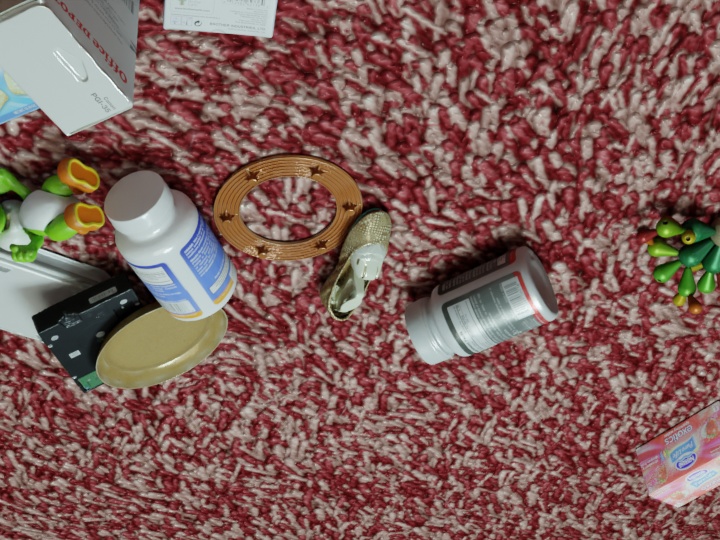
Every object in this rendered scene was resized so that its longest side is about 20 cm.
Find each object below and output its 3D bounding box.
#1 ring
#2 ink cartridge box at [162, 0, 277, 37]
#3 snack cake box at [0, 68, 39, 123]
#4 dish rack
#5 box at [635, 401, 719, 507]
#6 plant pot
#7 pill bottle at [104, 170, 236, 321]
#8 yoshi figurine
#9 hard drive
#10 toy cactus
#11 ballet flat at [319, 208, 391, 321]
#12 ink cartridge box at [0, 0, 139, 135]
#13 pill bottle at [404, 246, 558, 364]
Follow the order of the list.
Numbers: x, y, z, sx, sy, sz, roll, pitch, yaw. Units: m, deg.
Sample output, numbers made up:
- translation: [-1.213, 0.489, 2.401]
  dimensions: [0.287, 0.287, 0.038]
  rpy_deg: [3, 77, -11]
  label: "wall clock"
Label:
- translation: [-0.095, -0.076, 1.411]
  dimensions: [0.199, 0.019, 0.201]
  rpy_deg: [-4, 141, -3]
  label: "ring"
- translation: [-0.137, -0.331, 1.083]
  dimensions: [0.118, 0.042, 0.201]
  rpy_deg: [3, 142, -11]
  label: "ink cartridge box"
- translation: [-0.400, -0.226, 1.148]
  dimensions: [0.199, 0.068, 0.115]
  rpy_deg: [-19, 140, 13]
  label: "snack cake box"
- translation: [-0.464, 0.037, 1.473]
  dimensions: [0.199, 0.044, 0.172]
  rpy_deg: [22, 132, -30]
  label: "dish rack"
- translation: [0.619, 0.339, 1.949]
  dimensions: [0.094, 0.103, 0.200]
  rpy_deg: [24, 132, -32]
  label: "box"
- translation: [-0.287, 0.099, 1.525]
  dimensions: [0.199, 0.028, 0.200]
  rpy_deg: [-23, 151, -14]
  label: "plant pot"
- translation: [-0.246, -0.033, 1.366]
  dimensions: [0.111, 0.113, 0.200]
  rpy_deg: [-15, 139, 10]
  label: "pill bottle"
- translation: [-0.419, -0.070, 1.305]
  dimensions: [0.199, 0.113, 0.112]
  rpy_deg: [-16, 121, 28]
  label: "yoshi figurine"
- translation: [-0.364, 0.091, 1.503]
  dimensions: [0.139, 0.038, 0.200]
  rpy_deg: [-26, 150, -9]
  label: "hard drive"
- translation: [0.489, -0.031, 1.507]
  dimensions: [0.165, 0.103, 0.200]
  rpy_deg: [-35, 125, 17]
  label: "toy cactus"
- translation: [0.000, 0.000, 1.476]
  dimensions: [0.070, 0.066, 0.200]
  rpy_deg: [-1, 142, -24]
  label: "ballet flat"
- translation: [-0.287, -0.255, 1.024]
  dimensions: [0.082, 0.201, 0.147]
  rpy_deg: [-20, 138, 16]
  label: "ink cartridge box"
- translation: [0.172, 0.055, 1.533]
  dimensions: [0.199, 0.114, 0.114]
  rpy_deg: [-25, 137, 21]
  label: "pill bottle"
